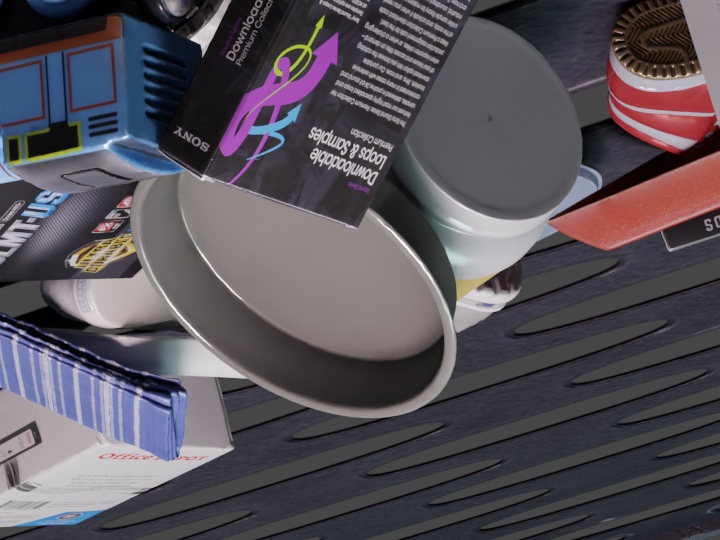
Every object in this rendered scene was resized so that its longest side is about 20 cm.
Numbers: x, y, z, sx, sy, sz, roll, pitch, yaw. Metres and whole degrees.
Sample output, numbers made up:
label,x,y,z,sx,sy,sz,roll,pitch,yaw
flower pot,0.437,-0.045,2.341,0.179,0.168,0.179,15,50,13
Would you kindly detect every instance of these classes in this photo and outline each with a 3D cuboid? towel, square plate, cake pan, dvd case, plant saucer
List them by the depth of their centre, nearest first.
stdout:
label,x,y,z,sx,sy,sz,roll,pitch,yaw
cake pan,-0.031,-0.002,1.280,0.200,0.200,0.037,-37,-165,53
plant saucer,0.245,-0.072,1.500,0.199,0.037,0.200,-22,-176,34
towel,-0.205,0.063,1.534,0.199,0.024,0.145,24,160,4
square plate,-0.151,0.057,1.614,0.199,0.029,0.197,0,177,44
dvd case,0.283,-0.056,1.620,0.149,0.025,0.200,-19,-177,12

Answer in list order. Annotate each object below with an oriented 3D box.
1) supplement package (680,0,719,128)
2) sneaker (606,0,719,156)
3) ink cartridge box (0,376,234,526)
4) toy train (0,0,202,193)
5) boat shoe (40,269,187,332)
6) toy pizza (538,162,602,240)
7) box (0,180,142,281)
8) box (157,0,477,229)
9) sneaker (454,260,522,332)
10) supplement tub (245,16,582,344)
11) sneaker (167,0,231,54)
label,x,y,z,sx,sy,sz,roll,pitch,yaw
supplement package,0.298,-0.143,1.245,0.199,0.153,0.151,-3,160,-32
sneaker,0.242,-0.124,1.403,0.199,0.072,0.113,-5,159,-4
ink cartridge box,-0.219,0.131,1.821,0.199,0.085,0.146,-28,158,36
toy train,-0.163,-0.088,1.071,0.199,0.115,0.087,-9,167,26
boat shoe,-0.126,0.012,1.560,0.068,0.073,0.199,4,-171,41
toy pizza,0.065,-0.043,1.590,0.199,0.032,0.200,-13,165,-4
box,-0.182,-0.048,1.342,0.198,0.050,0.200,-4,160,-34
box,-0.001,-0.123,1.057,0.143,0.036,0.201,18,100,-61
sneaker,0.000,0.000,1.494,0.199,0.075,0.082,19,137,-16
supplement tub,0.022,-0.046,1.344,0.145,0.146,0.200,-4,160,-32
sneaker,-0.133,-0.102,1.167,0.199,0.074,0.079,-22,167,23
